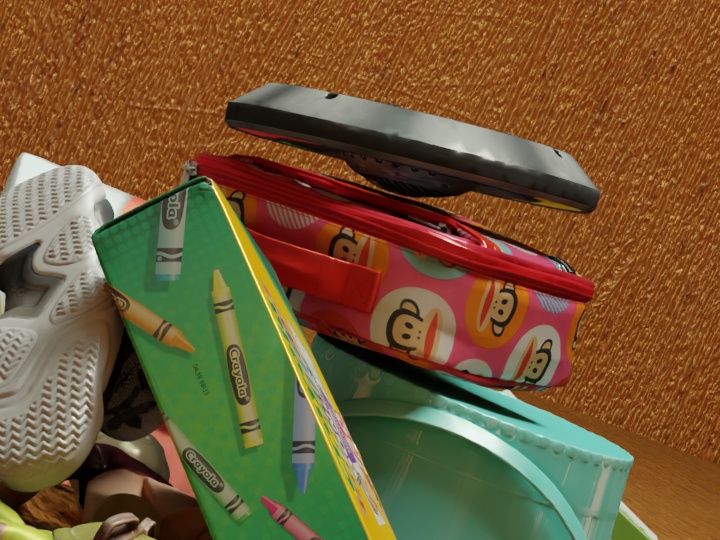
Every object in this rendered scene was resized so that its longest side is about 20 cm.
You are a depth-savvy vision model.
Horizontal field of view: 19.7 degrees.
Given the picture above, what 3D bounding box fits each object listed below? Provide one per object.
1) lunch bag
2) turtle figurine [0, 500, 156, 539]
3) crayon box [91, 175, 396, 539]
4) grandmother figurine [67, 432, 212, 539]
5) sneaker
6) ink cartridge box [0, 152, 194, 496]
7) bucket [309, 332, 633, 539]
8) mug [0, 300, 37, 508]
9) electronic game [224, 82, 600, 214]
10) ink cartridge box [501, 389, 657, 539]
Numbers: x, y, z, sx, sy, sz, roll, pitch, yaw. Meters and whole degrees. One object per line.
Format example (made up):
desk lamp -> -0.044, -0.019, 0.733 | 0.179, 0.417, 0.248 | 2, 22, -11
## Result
lunch bag -> 0.000, 0.000, 1.050 | 0.200, 0.082, 0.176 | 20, 4, 38
turtle figurine -> -0.105, 0.118, 0.774 | 0.161, 0.065, 0.200 | 23, 2, 13
crayon box -> -0.037, 0.074, 0.861 | 0.119, 0.058, 0.200 | 60, 5, -68
grandmother figurine -> -0.104, 0.113, 0.980 | 0.121, 0.061, 0.200 | 46, -3, -17
sneaker -> -0.119, 0.046, 0.919 | 0.200, 0.075, 0.114 | -98, 164, -53
ink cartridge box -> -0.141, 0.036, 1.170 | 0.162, 0.050, 0.200 | 22, 38, -17
bucket -> 0.034, 0.125, 1.058 | 0.206, 0.135, 0.207 | 21, 2, -1
mug -> -0.240, 0.034, 1.010 | 0.149, 0.187, 0.153 | -10, -8, 1
electronic game -> 0.027, -0.059, 1.077 | 0.199, 0.042, 0.200 | 13, 2, 0
ink cartridge box -> 0.125, 0.155, 1.404 | 0.148, 0.076, 0.200 | 44, 4, 6
